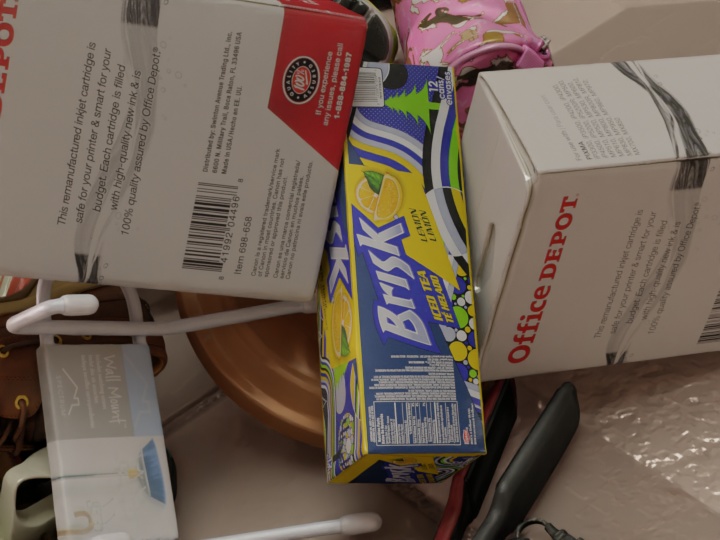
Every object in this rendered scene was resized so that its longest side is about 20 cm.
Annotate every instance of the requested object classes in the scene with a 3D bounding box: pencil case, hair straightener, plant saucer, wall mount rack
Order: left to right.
[{"bbox_3d":[-0.085,0.078,0.994,0.173,0.201,0.074,1,-15,-42],"label":"wall mount rack"},{"bbox_3d":[0.000,0.000,1.086,0.199,0.032,0.202,5,61,-10],"label":"plant saucer"},{"bbox_3d":[0.068,-0.162,1.309,0.086,0.083,0.201,2,36,-12],"label":"pencil case"},{"bbox_3d":[0.071,0.128,0.978,0.076,0.041,0.200,9,42,23],"label":"hair straightener"}]

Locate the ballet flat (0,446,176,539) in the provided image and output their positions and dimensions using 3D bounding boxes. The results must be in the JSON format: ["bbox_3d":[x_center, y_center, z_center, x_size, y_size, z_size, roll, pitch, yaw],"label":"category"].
[{"bbox_3d":[-0.183,0.132,1.010,0.199,0.069,0.068,-32,45,-24],"label":"ballet flat"}]

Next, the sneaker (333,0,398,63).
[{"bbox_3d":[-0.060,-0.177,1.345,0.199,0.079,0.090,31,15,14],"label":"sneaker"}]

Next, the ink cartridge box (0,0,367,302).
[{"bbox_3d":[-0.113,-0.072,0.971,0.199,0.145,0.084,6,15,-25],"label":"ink cartridge box"}]

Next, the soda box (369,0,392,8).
[{"bbox_3d":[-0.043,-0.217,1.416,0.199,0.064,0.071,-11,39,0],"label":"soda box"}]

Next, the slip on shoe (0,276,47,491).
[{"bbox_3d":[-0.174,0.043,1.114,0.061,0.074,0.201,-2,44,23],"label":"slip on shoe"}]

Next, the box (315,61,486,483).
[{"bbox_3d":[0.015,0.001,1.004,0.064,0.070,0.201,2,72,-17],"label":"box"}]

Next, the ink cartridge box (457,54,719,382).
[{"bbox_3d":[0.147,-0.030,1.029,0.199,0.147,0.083,-6,46,-20],"label":"ink cartridge box"}]

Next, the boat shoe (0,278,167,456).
[{"bbox_3d":[-0.181,0.056,1.008,0.199,0.072,0.068,-26,64,-38],"label":"boat shoe"}]
